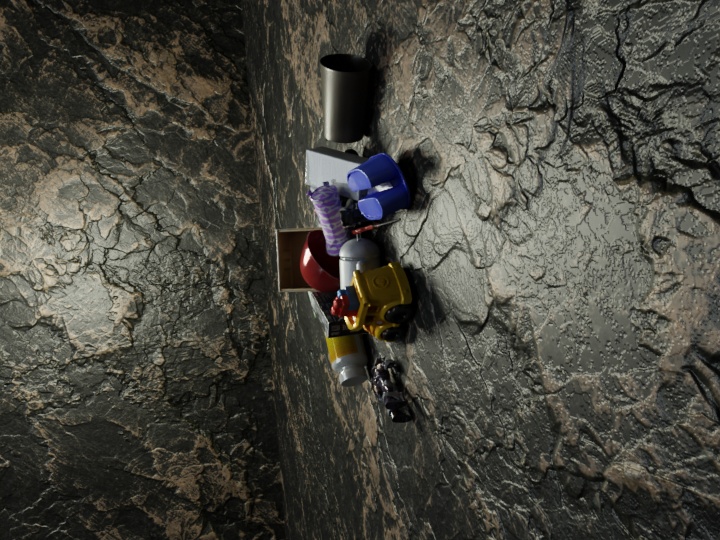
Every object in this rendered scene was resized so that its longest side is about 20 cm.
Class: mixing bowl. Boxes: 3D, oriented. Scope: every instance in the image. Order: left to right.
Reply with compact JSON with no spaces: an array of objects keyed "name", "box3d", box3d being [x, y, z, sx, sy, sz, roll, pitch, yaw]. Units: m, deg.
[{"name":"mixing bowl","box3d":[-0.103,-0.010,1.748,0.108,0.199,0.201,-45,45,30]}]

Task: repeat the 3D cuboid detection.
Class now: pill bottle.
[{"name":"pill bottle","box3d":[-0.040,0.241,1.800,0.113,0.112,0.202,113,147,-56]}]

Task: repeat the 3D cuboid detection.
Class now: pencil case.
[{"name":"pencil case","box3d":[-0.081,-0.135,1.633,0.084,0.085,0.201,-78,-24,-55]}]

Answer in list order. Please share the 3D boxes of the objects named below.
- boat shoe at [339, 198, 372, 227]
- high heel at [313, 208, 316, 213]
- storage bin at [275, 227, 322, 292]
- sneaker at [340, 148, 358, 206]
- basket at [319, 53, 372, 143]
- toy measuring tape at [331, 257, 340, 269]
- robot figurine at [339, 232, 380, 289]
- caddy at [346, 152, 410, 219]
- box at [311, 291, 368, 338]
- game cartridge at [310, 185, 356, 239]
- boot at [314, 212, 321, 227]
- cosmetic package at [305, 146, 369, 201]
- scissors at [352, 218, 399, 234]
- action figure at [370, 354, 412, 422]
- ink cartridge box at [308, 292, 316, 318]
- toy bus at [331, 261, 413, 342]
[{"name":"boat shoe","box3d":[0.007,-0.162,1.639,0.200,0.092,0.075,-63,-38,-70]},{"name":"high heel","box3d":[-0.102,-0.251,1.873,0.095,0.067,0.202,21,120,21]},{"name":"storage bin","box3d":[-0.161,-0.036,1.932,0.094,0.196,0.202,-10,-81,-71]},{"name":"sneaker","box3d":[-0.042,-0.263,1.749,0.088,0.074,0.202,-118,28,-61]},{"name":"basket","box3d":[-0.042,-0.458,1.609,0.181,0.135,0.202,-114,22,-54]},{"name":"toy measuring tape","box3d":[-0.053,-0.060,1.860,0.074,0.073,0.202,166,110,-72]},{"name":"robot figurine","box3d":[0.000,0.000,1.611,0.170,0.112,0.202,-131,38,-81]},{"name":"caddy","box3d":[0.050,-0.202,1.425,0.142,0.104,0.200,65,165,-11]},{"name":"box","box3d":[-0.044,0.117,1.711,0.200,0.156,0.050,-130,39,-60]},{"name":"game cartridge","box3d":[-0.070,-0.158,1.745,0.201,0.041,0.133,59,174,-32]},{"name":"boot","box3d":[-0.111,-0.117,2.007,0.165,0.065,0.202,137,129,-76]},{"name":"cosmetic package","box3d":[-0.056,-0.269,1.636,0.199,0.071,0.102,23,120,33]},{"name":"scissors","box3d":[0.036,-0.113,1.544,0.200,0.073,0.014,-178,71,-71]},{"name":"action figure","box3d":[0.072,0.305,1.550,0.200,0.069,0.131,-117,21,-58]},{"name":"ink cartridge box","box3d":[-0.126,0.060,2.029,0.060,0.103,0.201,91,164,-47]},{"name":"toy bus","box3d":[0.017,0.090,1.460,0.201,0.190,0.137,104,152,-49]}]
